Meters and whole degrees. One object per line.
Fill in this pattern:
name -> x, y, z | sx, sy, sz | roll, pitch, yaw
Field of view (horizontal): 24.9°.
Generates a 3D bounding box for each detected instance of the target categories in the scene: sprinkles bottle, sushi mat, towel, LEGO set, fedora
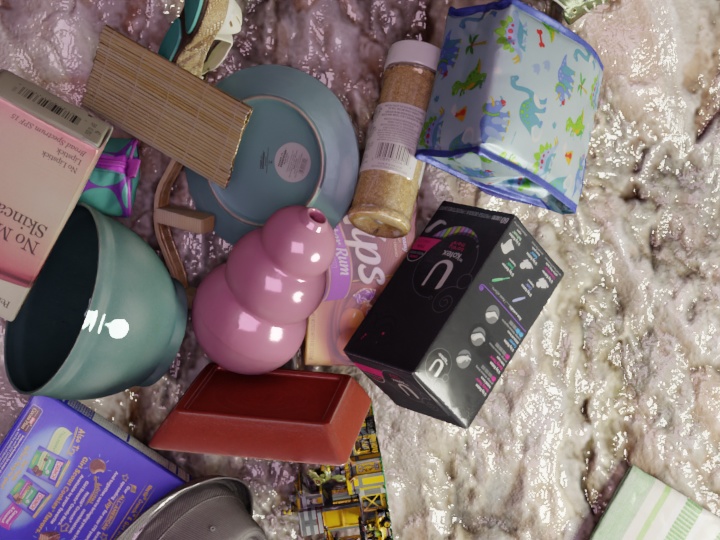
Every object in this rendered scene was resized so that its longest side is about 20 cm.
sprinkles bottle -> 0.040, -0.137, 1.693 | 0.068, 0.068, 0.202 | 16, 71, -6
sushi mat -> -0.202, -0.169, 1.679 | 0.199, 0.012, 0.096 | 30, 120, 20
towel -> 0.349, 0.332, 1.830 | 0.199, 0.023, 0.153 | 30, 93, -6
LEGO set -> -0.032, 0.229, 1.717 | 0.115, 0.200, 0.155 | -9, 118, -1
fedora -> -0.172, 0.311, 1.709 | 0.199, 0.090, 0.178 | -34, 140, -27

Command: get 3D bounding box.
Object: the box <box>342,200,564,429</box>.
box -> 0.097, 0.043, 1.686 | 0.106, 0.122, 0.201 | 45, 70, -34

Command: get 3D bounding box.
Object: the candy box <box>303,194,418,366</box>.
candy box -> 0.000, 0.000, 1.749 | 0.115, 0.056, 0.202 | 3, 98, -4

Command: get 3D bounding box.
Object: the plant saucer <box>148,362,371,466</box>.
plant saucer -> -0.097, 0.140, 1.668 | 0.197, 0.200, 0.037 | 5, 104, 7

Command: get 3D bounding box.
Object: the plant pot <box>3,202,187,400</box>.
plant pot -> -0.262, 0.046, 1.683 | 0.133, 0.200, 0.202 | 20, 96, -33

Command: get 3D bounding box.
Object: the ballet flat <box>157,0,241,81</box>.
ballet flat -> -0.156, -0.250, 1.657 | 0.065, 0.200, 0.071 | 4, 65, -20

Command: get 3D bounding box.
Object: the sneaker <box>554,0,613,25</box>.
sneaker -> 0.237, -0.304, 1.730 | 0.198, 0.067, 0.091 | 9, 104, -5

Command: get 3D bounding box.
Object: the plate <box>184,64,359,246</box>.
plate -> -0.098, -0.115, 1.709 | 0.198, 0.026, 0.203 | 2, 96, 18

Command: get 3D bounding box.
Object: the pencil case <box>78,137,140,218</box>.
pencil case -> -0.328, -0.111, 1.695 | 0.198, 0.092, 0.086 | 9, 71, -7

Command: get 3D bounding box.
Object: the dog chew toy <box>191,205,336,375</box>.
dog chew toy -> -0.092, 0.013, 1.677 | 0.124, 0.125, 0.201 | 31, 123, -7

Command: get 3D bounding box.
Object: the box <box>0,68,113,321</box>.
box -> -0.346, -0.075, 1.604 | 0.127, 0.109, 0.201 | 27, 104, -9

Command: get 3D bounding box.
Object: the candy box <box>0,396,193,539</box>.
candy box -> -0.302, 0.243, 1.746 | 0.199, 0.077, 0.170 | 34, 92, -6

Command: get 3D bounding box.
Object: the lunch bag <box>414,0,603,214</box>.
lunch bag -> 0.169, -0.166, 1.691 | 0.199, 0.127, 0.172 | 19, 80, -37

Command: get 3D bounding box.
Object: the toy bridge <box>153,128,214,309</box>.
toy bridge -> -0.187, -0.055, 1.728 | 0.067, 0.027, 0.202 | 14, 110, 28
